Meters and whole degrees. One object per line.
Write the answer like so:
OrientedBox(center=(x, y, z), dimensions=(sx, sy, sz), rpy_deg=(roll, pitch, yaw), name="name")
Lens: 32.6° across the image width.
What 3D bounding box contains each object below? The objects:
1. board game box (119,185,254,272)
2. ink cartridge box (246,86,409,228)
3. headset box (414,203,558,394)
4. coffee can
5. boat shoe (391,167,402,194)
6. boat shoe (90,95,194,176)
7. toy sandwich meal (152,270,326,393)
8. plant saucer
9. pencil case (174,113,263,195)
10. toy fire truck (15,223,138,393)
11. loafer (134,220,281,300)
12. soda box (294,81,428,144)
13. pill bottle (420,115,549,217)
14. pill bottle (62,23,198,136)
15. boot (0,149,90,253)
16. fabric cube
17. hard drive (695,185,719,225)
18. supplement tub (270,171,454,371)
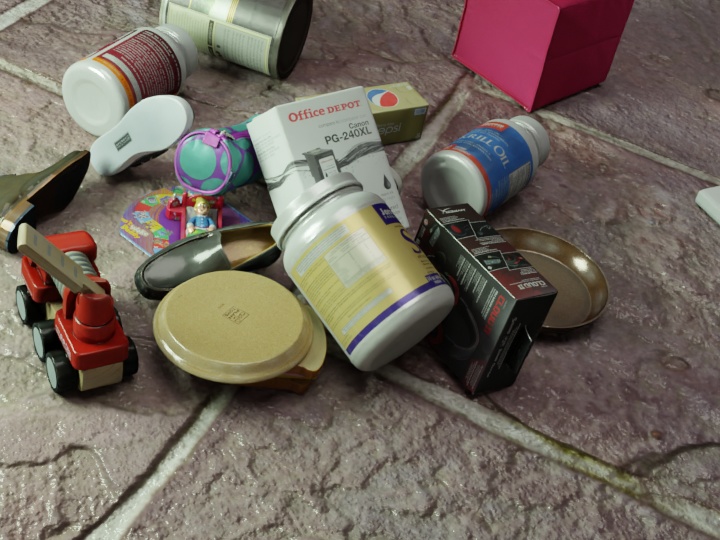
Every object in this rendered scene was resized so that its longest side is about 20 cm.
OrientedBox(center=(-0.211, -0.062, 1.587), dimensions=(0.200, 0.039, 0.158), rpy_deg=(34, 43, 24), name="board game box")
OrientedBox(center=(-0.042, -0.125, 1.596), dimensions=(0.145, 0.083, 0.201), rpy_deg=(-18, 90, -32), name="ink cartridge box")
OrientedBox(center=(0.139, 0.038, 1.479), dimensions=(0.075, 0.149, 0.200), rpy_deg=(-10, 44, -37), name="headset box")
OrientedBox(center=(-0.192, -0.397, 1.912), dimensions=(0.199, 0.147, 0.147), rpy_deg=(20, 39, 8), name="coffee can")
OrientedBox(center=(-0.038, -0.147, 1.721), dimensions=(0.199, 0.074, 0.060), rpy_deg=(34, 38, 12), name="boat shoe")
OrientedBox(center=(-0.275, -0.178, 1.617), dimensions=(0.066, 0.199, 0.070), rpy_deg=(-23, 87, -50), name="boat shoe")
OrientedBox(center=(-0.141, 0.077, 1.426), dimensions=(0.204, 0.071, 0.206), rpy_deg=(6, 39, -5), name="toy sandwich meal")
OrientedBox(center=(0.229, 0.018, 1.627), dimensions=(0.199, 0.035, 0.201), rpy_deg=(9, 39, -7), name="plant saucer")
OrientedBox(center=(-0.163, -0.157, 1.636), dimensions=(0.085, 0.093, 0.200), rpy_deg=(39, 25, 8), name="pencil case")
OrientedBox(center=(-0.323, 0.011, 1.341), dimensions=(0.128, 0.201, 0.176), rpy_deg=(-11, 45, -28), name="toy fire truck")
OrientedBox(center=(-0.180, -0.021, 1.501), dimensions=(0.199, 0.072, 0.073), rpy_deg=(-24, 83, -26), name="loafer")
OrientedBox(center=(-0.002, -0.226, 1.828), dimensions=(0.199, 0.064, 0.068), rpy_deg=(-12, 46, -29), name="soda box")
OrientedBox(center=(0.184, -0.150, 1.753), dimensions=(0.112, 0.113, 0.200), rpy_deg=(33, 43, 23), name="pill bottle")
OrientedBox(center=(-0.322, -0.279, 1.759), dimensions=(0.112, 0.113, 0.200), rpy_deg=(27, 41, 16), name="pill bottle")
OrientedBox(center=(-0.427, -0.109, 1.556), dimensions=(0.096, 0.075, 0.200), rpy_deg=(24, 42, 9), name="boot")
OrientedBox(center=(0.301, -0.412, 2.034), dimensions=(0.199, 0.201, 0.196), rpy_deg=(-25, 53, -35), name="fabric cube")
OrientedBox(center=(0.614, -0.062, 1.838), dimensions=(0.131, 0.026, 0.200), rpy_deg=(-12, 45, -28), name="hard drive")
OrientedBox(center=(0.000, 0.000, 1.444), dimensions=(0.145, 0.146, 0.200), rpy_deg=(-26, 73, -38), name="supplement tub")
